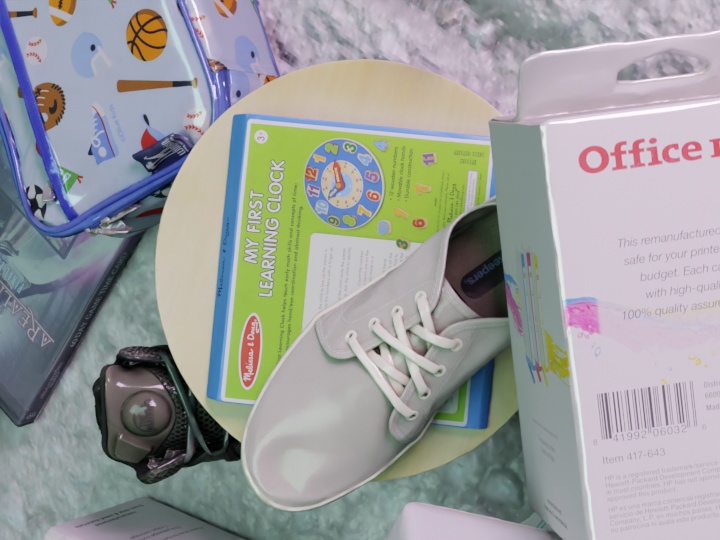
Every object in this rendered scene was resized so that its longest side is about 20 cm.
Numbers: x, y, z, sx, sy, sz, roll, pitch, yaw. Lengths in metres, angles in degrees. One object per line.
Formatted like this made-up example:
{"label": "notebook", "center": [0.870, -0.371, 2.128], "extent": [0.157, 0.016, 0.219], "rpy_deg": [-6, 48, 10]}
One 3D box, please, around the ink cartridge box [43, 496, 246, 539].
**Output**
{"label": "ink cartridge box", "center": [-0.075, 0.224, 1.111], "extent": [0.200, 0.084, 0.145], "rpy_deg": [17, 109, 34]}

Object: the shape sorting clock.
{"label": "shape sorting clock", "center": [0.000, 0.000, 0.999], "extent": [0.200, 0.039, 0.200], "rpy_deg": [0, 91, 4]}

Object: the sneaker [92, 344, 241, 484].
{"label": "sneaker", "center": [-0.054, 0.067, 1.050], "extent": [0.199, 0.114, 0.076], "rpy_deg": [-4, 97, 33]}

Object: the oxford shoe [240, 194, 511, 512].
{"label": "oxford shoe", "center": [0.022, 0.033, 0.950], "extent": [0.200, 0.058, 0.075], "rpy_deg": [-41, 90, 5]}

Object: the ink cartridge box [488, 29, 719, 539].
{"label": "ink cartridge box", "center": [0.131, 0.003, 0.862], "extent": [0.128, 0.125, 0.200], "rpy_deg": [-7, 95, -6]}

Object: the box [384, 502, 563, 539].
{"label": "box", "center": [0.077, 0.238, 0.885], "extent": [0.171, 0.200, 0.199], "rpy_deg": [-100, 30, -50]}

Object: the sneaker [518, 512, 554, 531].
{"label": "sneaker", "center": [0.085, 0.173, 1.003], "extent": [0.200, 0.070, 0.080], "rpy_deg": [-60, 42, 32]}

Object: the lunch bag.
{"label": "lunch bag", "center": [-0.131, -0.115, 1.085], "extent": [0.160, 0.076, 0.200], "rpy_deg": [-25, 77, 31]}

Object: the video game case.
{"label": "video game case", "center": [-0.193, -0.030, 1.193], "extent": [0.143, 0.019, 0.200], "rpy_deg": [46, 121, 21]}
